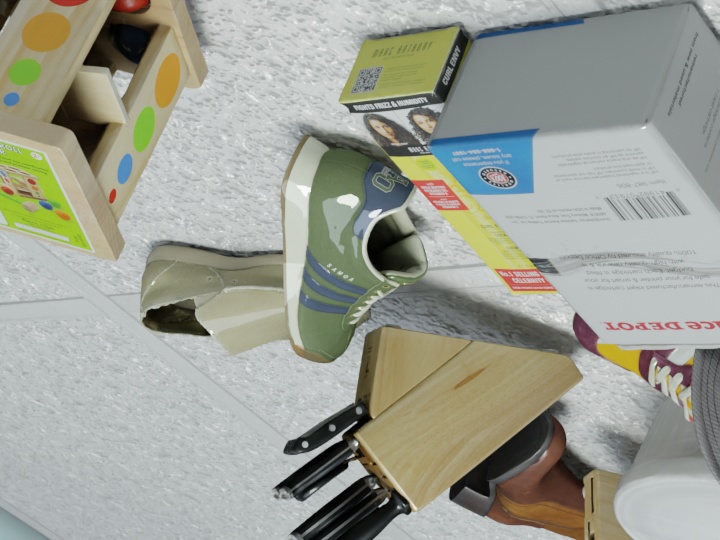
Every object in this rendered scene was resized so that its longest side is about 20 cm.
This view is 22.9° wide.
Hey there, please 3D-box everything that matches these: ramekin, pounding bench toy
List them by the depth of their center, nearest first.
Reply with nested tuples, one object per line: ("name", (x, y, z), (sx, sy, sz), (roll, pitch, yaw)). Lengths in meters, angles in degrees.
("pounding bench toy", (-0.213, -0.124, 1.038), (0.199, 0.156, 0.124), (15, 155, 16))
("ramekin", (0.284, 0.152, 1.240), (0.201, 0.095, 0.203), (18, 154, 9))

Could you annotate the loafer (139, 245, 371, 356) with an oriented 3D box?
("loafer", (-0.084, 0.030, 1.335), (0.199, 0.068, 0.076), (6, 150, 32))

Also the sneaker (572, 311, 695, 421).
("sneaker", (0.224, 0.071, 1.135), (0.199, 0.090, 0.075), (11, 152, 23))

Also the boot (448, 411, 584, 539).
("boot", (0.189, 0.185, 1.419), (0.199, 0.069, 0.188), (21, 147, -7))

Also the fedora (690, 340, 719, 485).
("fedora", (0.295, 0.081, 1.012), (0.199, 0.177, 0.090), (29, 143, -16))

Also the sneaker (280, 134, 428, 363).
("sneaker", (0.000, 0.000, 1.183), (0.089, 0.067, 0.201), (15, 140, 15))

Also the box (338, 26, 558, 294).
("box", (0.075, -0.060, 1.050), (0.075, 0.050, 0.200), (-1, 146, 40))

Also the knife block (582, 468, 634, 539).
("knife block", (0.277, 0.213, 1.363), (0.175, 0.064, 0.200), (-11, 144, 19))

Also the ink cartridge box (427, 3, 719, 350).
("ink cartridge box", (0.156, -0.044, 0.975), (0.144, 0.084, 0.200), (-2, 144, 42))

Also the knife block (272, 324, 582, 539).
("knife block", (0.043, 0.133, 1.241), (0.199, 0.176, 0.064), (9, 172, -10))
